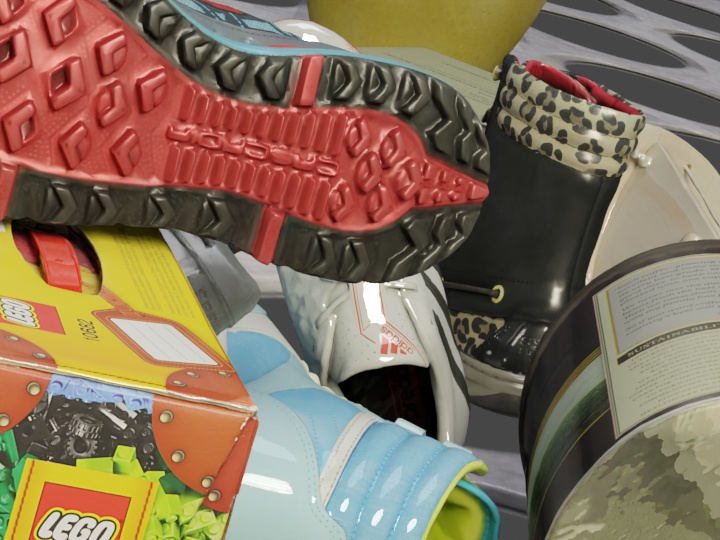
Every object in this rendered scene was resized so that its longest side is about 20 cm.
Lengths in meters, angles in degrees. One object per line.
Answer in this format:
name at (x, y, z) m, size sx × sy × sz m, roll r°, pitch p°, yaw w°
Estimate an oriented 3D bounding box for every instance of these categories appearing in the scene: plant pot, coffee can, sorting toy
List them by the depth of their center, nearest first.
coffee can at (0.128, 0.083, 0.862) m, size 0.146 × 0.147 × 0.200 m, roll 16°, pitch 14°, yaw -1°
sorting toy at (0.194, 0.049, 1.182) m, size 0.180 × 0.107 × 0.200 m, roll 24°, pitch 24°, yaw -26°
plant pot at (0.039, -0.198, 1.838) m, size 0.199 × 0.142 × 0.200 m, roll 16°, pitch 14°, yaw -4°

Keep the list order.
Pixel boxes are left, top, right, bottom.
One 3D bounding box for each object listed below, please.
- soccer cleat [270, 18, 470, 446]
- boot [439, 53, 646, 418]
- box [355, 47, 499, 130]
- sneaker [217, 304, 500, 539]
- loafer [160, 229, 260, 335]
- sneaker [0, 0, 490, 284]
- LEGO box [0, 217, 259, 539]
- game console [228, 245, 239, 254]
soccer cleat at (0.000, 0.000, 0.974) m, size 0.068 × 0.200 × 0.085 m, roll -14°, pitch 22°, yaw 5°
boot at (0.059, -0.030, 1.198) m, size 0.073 × 0.154 × 0.204 m, roll 9°, pitch 15°, yaw -29°
box at (0.057, -0.051, 1.386) m, size 0.176 × 0.097 × 0.200 m, roll 22°, pitch 13°, yaw 21°
sneaker at (-0.017, 0.069, 0.907) m, size 0.130 × 0.080 × 0.200 m, roll 18°, pitch 17°, yaw -7°
loafer at (-0.085, -0.040, 0.889) m, size 0.070 × 0.070 × 0.200 m, roll -22°, pitch 48°, yaw -2°
sneaker at (-0.068, -0.046, 0.704) m, size 0.200 × 0.079 × 0.095 m, roll 21°, pitch 1°, yaw -24°
LEGO box at (-0.100, 0.062, 0.677) m, size 0.077 × 0.149 × 0.200 m, roll 12°, pitch 14°, yaw -18°
game console at (-0.164, -0.007, 0.975) m, size 0.171 × 0.118 × 0.200 m, roll 39°, pitch 33°, yaw 15°
